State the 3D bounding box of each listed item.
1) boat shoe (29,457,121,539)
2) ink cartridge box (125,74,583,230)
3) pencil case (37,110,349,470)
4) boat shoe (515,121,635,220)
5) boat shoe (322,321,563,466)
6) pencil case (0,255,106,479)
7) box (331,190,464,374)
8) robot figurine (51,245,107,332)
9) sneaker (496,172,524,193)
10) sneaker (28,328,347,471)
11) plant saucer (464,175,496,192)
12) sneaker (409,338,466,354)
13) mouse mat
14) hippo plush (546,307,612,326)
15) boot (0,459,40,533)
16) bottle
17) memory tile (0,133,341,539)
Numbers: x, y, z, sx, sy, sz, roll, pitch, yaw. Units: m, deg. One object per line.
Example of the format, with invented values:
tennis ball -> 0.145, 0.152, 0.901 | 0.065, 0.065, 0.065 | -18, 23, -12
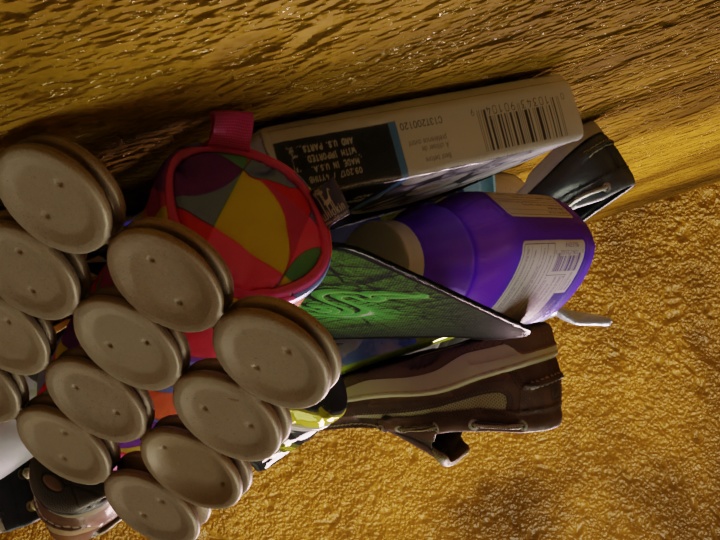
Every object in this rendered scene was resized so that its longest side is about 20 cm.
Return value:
boat shoe -> -0.139, 0.099, 0.873 | 0.200, 0.075, 0.074 | -40, 155, -40
ink cartridge box -> -0.014, -0.047, 0.735 | 0.197, 0.044, 0.199 | -16, 178, -34
pencil case -> -0.084, 0.020, 0.608 | 0.088, 0.089, 0.200 | -14, 158, -39
boat shoe -> 0.128, -0.022, 1.026 | 0.200, 0.062, 0.073 | -49, 165, 22
boat shoe -> 0.042, 0.091, 0.860 | 0.201, 0.076, 0.074 | -18, 178, 44
pencil case -> -0.213, 0.070, 0.776 | 0.200, 0.091, 0.083 | -37, -170, -23
box -> 0.000, 0.000, 0.883 | 0.198, 0.123, 0.048 | -16, 175, -20
robot figurine -> -0.219, 0.022, 0.669 | 0.198, 0.059, 0.145 | -18, 179, 19
sneaker -> 0.071, -0.041, 1.052 | 0.200, 0.068, 0.108 | -13, 178, -25
sneaker -> -0.104, 0.076, 0.760 | 0.199, 0.075, 0.085 | 16, 127, -29
plant saucer -> 0.008, -0.026, 0.946 | 0.199, 0.070, 0.019 | -21, -145, -18
sneaker -> 0.016, 0.058, 0.957 | 0.200, 0.081, 0.070 | -35, 151, 7
mouse mat -> -0.029, 0.016, 0.705 | 0.199, 0.008, 0.160 | -2, 162, 42
hippo plush -> 0.107, 0.013, 1.247 | 0.159, 0.201, 0.161 | -39, 166, 7
boot -> -0.218, 0.085, 0.883 | 0.202, 0.155, 0.073 | -17, 177, -2
bottle -> 0.064, -0.005, 0.792 | 0.199, 0.065, 0.084 | -3, 132, -54
memory tile -> -0.101, 0.039, 0.556 | 0.200, 0.153, 0.017 | -50, -174, 48
